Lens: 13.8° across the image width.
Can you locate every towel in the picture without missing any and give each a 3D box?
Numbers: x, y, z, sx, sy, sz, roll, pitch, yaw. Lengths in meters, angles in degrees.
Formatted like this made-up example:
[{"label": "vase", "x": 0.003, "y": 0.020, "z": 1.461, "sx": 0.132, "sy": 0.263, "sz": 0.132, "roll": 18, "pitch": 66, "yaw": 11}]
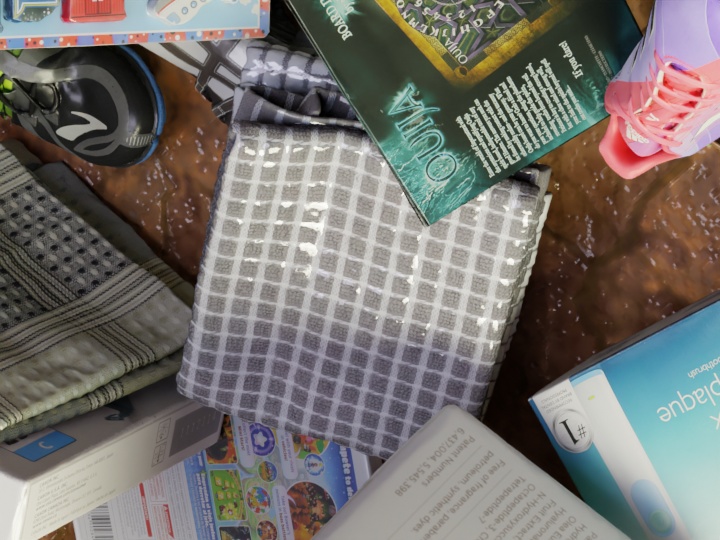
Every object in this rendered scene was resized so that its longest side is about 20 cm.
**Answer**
[{"label": "towel", "x": 0.000, "y": 0.000, "z": 1.489, "sx": 0.165, "sy": 0.086, "sz": 0.200, "roll": 16, "pitch": 126, "yaw": 6}, {"label": "towel", "x": -0.188, "y": 0.000, "z": 1.563, "sx": 0.193, "sy": 0.200, "sz": 0.035, "roll": 39, "pitch": 125, "yaw": 21}]

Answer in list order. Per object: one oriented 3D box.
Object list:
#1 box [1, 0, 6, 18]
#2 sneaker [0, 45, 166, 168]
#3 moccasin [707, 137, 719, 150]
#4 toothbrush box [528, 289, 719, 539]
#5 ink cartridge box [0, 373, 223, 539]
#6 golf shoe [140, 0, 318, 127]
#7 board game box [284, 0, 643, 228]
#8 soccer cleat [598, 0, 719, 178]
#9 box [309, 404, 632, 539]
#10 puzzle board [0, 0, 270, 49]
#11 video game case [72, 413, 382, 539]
[{"label": "box", "x": -0.196, "y": -0.199, "z": 1.486, "sx": 0.200, "sy": 0.193, "sz": 0.122, "roll": 13, "pitch": 112, "yaw": 51}, {"label": "sneaker", "x": -0.193, "y": -0.106, "z": 1.609, "sx": 0.200, "sy": 0.083, "sz": 0.071, "roll": 28, "pitch": 116, "yaw": 20}, {"label": "moccasin", "x": 0.226, "y": -0.062, "z": 1.391, "sx": 0.201, "sy": 0.078, "sz": 0.074, "roll": 30, "pitch": 116, "yaw": 19}, {"label": "toothbrush box", "x": 0.199, "y": 0.110, "z": 1.450, "sx": 0.146, "sy": 0.085, "sz": 0.200, "roll": -29, "pitch": 90, "yaw": 32}, {"label": "ink cartridge box", "x": -0.194, "y": 0.070, "z": 1.567, "sx": 0.176, "sy": 0.200, "sz": 0.045, "roll": 21, "pitch": 112, "yaw": 23}, {"label": "golf shoe", "x": -0.059, "y": -0.099, "z": 1.541, "sx": 0.200, "sy": 0.078, "sz": 0.095, "roll": 20, "pitch": 113, "yaw": 24}, {"label": "board game box", "x": 0.045, "y": -0.118, "z": 1.332, "sx": 0.135, "sy": 0.200, "sz": 0.028, "roll": -31, "pitch": 47, "yaw": 2}, {"label": "soccer cleat", "x": 0.141, "y": -0.084, "z": 1.289, "sx": 0.067, "sy": 0.200, "sz": 0.076, "roll": 41, "pitch": 86, "yaw": 5}, {"label": "box", "x": 0.032, "y": 0.217, "z": 1.432, "sx": 0.171, "sy": 0.200, "sz": 0.199, "roll": 38, "pitch": 145, "yaw": 14}, {"label": "puzzle board", "x": -0.126, "y": -0.180, "z": 1.396, "sx": 0.017, "sy": 0.200, "sz": 0.151, "roll": 17, "pitch": 109, "yaw": 55}, {"label": "video game case", "x": -0.079, "y": 0.105, "z": 1.642, "sx": 0.200, "sy": 0.018, "sz": 0.143, "roll": -3, "pitch": 101, "yaw": 30}]
